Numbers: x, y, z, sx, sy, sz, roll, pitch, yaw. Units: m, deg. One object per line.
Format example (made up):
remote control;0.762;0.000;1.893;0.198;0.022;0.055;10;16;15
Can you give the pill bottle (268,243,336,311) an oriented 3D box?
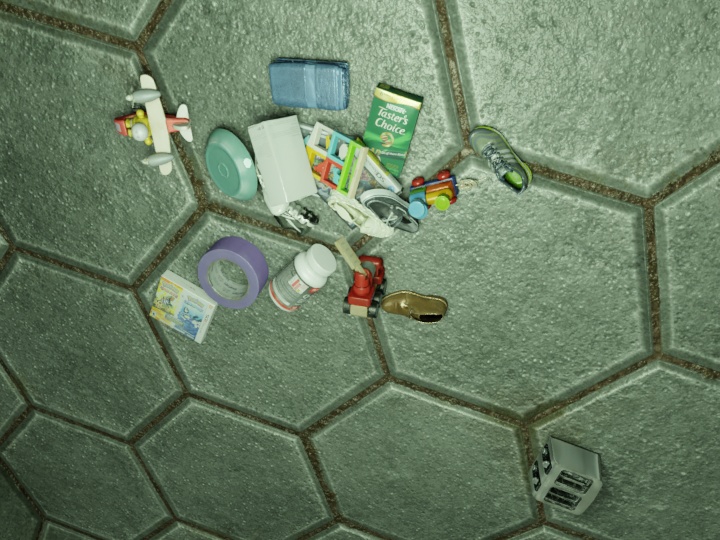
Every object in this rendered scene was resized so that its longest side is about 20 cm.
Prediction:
pill bottle;-0.166;0.020;1.676;0.116;0.117;0.199;43;122;-12

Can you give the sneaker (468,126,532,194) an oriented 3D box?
sneaker;0.335;-0.262;1.388;0.199;0.081;0.074;40;122;-9

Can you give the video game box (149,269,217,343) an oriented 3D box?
video game box;-0.572;0.120;1.894;0.197;0.047;0.184;29;121;-2

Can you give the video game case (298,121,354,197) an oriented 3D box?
video game case;-0.114;-0.284;1.538;0.195;0.023;0.185;16;123;6

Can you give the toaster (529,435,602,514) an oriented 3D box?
toaster;0.641;0.638;1.808;0.196;0.119;0.184;19;124;4

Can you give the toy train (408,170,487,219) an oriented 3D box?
toy train;0.213;-0.190;1.444;0.195;0.116;0.086;-11;117;22

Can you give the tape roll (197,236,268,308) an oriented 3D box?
tape roll;-0.381;0.007;1.749;0.195;0.086;0.204;7;122;11

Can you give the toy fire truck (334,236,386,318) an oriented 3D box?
toy fire truck;0.000;0.000;1.581;0.125;0.177;0.204;9;122;11

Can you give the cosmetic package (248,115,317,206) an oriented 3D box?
cosmetic package;-0.193;-0.274;1.463;0.080;0.112;0.205;-3;104;45

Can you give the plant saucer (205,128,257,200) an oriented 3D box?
plant saucer;-0.355;-0.274;1.556;0.197;0.036;0.204;27;135;30

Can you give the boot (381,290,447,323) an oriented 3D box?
boot;0.147;0.108;1.664;0.195;0.076;0.075;2;123;16

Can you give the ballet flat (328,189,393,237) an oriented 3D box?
ballet flat;-0.005;-0.136;1.511;0.198;0.072;0.072;35;123;-9

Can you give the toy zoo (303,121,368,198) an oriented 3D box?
toy zoo;-0.074;-0.282;1.454;0.198;0.020;0.134;33;118;30

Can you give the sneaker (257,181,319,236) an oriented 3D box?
sneaker;-0.216;-0.163;1.612;0.198;0.067;0.091;36;120;-9

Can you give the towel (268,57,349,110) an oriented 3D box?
towel;-0.124;-0.454;1.426;0.195;0.049;0.114;7;121;11

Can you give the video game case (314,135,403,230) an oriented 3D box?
video game case;-0.016;-0.220;1.507;0.181;0.026;0.199;44;129;-16

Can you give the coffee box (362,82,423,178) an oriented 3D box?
coffee box;0.071;-0.343;1.437;0.120;0.044;0.203;20;123;4

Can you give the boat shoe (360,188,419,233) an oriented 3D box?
boat shoe;0.079;-0.143;1.478;0.071;0.069;0.198;-29;146;32

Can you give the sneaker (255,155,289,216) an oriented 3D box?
sneaker;-0.241;-0.241;1.517;0.073;0.087;0.205;-18;84;15

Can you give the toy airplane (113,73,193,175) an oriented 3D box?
toy airplane;-0.543;-0.377;1.535;0.200;0.142;0.198;44;121;-12
